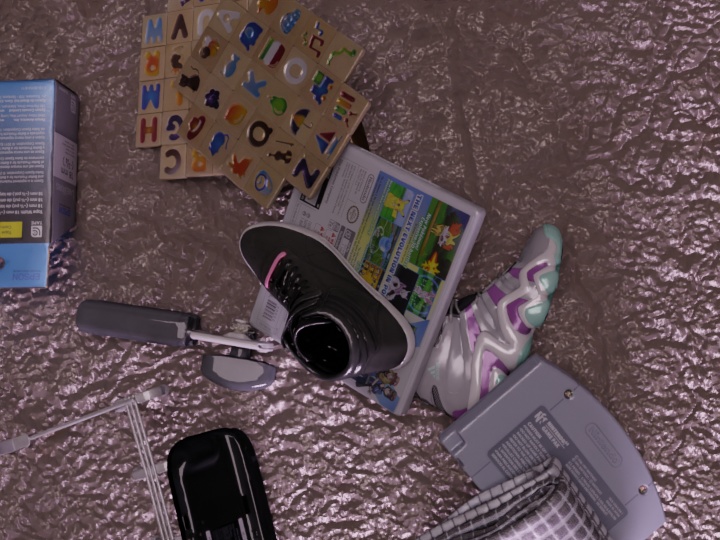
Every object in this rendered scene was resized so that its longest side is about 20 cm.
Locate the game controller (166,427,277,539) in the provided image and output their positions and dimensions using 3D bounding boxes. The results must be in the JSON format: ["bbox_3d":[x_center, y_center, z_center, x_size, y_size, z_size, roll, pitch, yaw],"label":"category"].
[{"bbox_3d":[-0.119,0.247,0.900,0.042,0.103,0.204,-22,80,42],"label":"game controller"}]

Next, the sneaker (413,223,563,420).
[{"bbox_3d":[0.098,0.035,0.907,0.138,0.078,0.203,21,87,7],"label":"sneaker"}]

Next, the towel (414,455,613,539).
[{"bbox_3d":[0.127,0.279,0.835,0.199,0.086,0.167,-34,104,12],"label":"towel"}]

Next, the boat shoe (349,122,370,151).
[{"bbox_3d":[-0.060,-0.169,0.954,0.071,0.072,0.202,-33,81,15],"label":"boat shoe"}]

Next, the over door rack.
[{"bbox_3d":[-0.248,0.205,0.940,0.197,0.066,0.150,-20,83,18],"label":"over door rack"}]

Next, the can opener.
[{"bbox_3d":[-0.177,0.067,0.946,0.196,0.053,0.068,12,87,7],"label":"can opener"}]

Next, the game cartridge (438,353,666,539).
[{"bbox_3d":[0.177,0.177,0.875,0.133,0.041,0.201,-38,104,5],"label":"game cartridge"}]

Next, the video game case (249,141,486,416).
[{"bbox_3d":[0.000,0.000,0.896,0.181,0.022,0.203,28,108,24],"label":"video game case"}]

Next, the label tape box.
[{"bbox_3d":[-0.360,-0.081,0.975,0.141,0.063,0.204,0,84,6],"label":"label tape box"}]

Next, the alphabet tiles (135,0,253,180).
[{"bbox_3d":[-0.152,-0.192,0.962,0.164,0.006,0.204,0,85,27],"label":"alphabet tiles"}]

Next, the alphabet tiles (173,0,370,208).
[{"bbox_3d":[-0.086,-0.163,0.909,0.199,0.006,0.168,39,104,25],"label":"alphabet tiles"}]

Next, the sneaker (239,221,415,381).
[{"bbox_3d":[-0.050,0.022,0.857,0.199,0.099,0.071,38,113,21],"label":"sneaker"}]
